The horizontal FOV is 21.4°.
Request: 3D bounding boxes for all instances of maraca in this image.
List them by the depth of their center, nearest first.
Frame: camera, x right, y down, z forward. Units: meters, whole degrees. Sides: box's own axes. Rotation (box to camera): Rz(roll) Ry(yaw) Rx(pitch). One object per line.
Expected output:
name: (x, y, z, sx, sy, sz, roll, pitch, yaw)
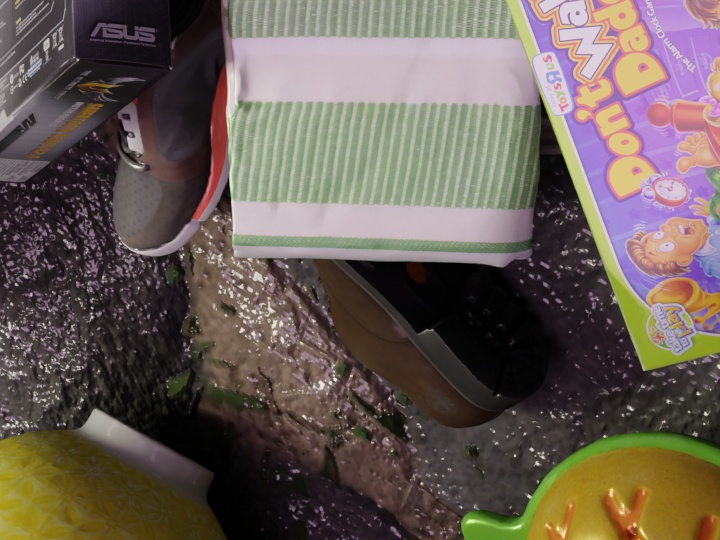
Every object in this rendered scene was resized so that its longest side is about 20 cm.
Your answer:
maraca: (0.129, 0.149, 0.919, 0.199, 0.107, 0.138, -26, 90, 40)

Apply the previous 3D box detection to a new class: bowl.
bowl: (-0.142, 0.144, 1.086, 0.199, 0.200, 0.108, 26, 82, 21)

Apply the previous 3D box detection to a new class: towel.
towel: (0.008, -0.101, 0.865, 0.151, 0.023, 0.202, 2, 106, 12)

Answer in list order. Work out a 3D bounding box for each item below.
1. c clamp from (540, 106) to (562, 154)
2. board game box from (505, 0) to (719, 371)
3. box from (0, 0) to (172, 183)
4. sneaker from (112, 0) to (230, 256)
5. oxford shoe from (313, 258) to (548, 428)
c clamp: (0.098, -0.138, 0.846, 0.170, 0.027, 0.201, 16, 121, 27)
board game box: (0.152, -0.069, 0.807, 0.134, 0.045, 0.201, -16, 106, 23)
box: (-0.153, -0.143, 0.917, 0.200, 0.048, 0.160, -25, 65, 58)
sneaker: (-0.106, -0.095, 0.958, 0.077, 0.081, 0.201, 45, 128, 38)
oxford shoe: (0.000, 0.000, 0.956, 0.200, 0.073, 0.084, 53, 139, 4)
